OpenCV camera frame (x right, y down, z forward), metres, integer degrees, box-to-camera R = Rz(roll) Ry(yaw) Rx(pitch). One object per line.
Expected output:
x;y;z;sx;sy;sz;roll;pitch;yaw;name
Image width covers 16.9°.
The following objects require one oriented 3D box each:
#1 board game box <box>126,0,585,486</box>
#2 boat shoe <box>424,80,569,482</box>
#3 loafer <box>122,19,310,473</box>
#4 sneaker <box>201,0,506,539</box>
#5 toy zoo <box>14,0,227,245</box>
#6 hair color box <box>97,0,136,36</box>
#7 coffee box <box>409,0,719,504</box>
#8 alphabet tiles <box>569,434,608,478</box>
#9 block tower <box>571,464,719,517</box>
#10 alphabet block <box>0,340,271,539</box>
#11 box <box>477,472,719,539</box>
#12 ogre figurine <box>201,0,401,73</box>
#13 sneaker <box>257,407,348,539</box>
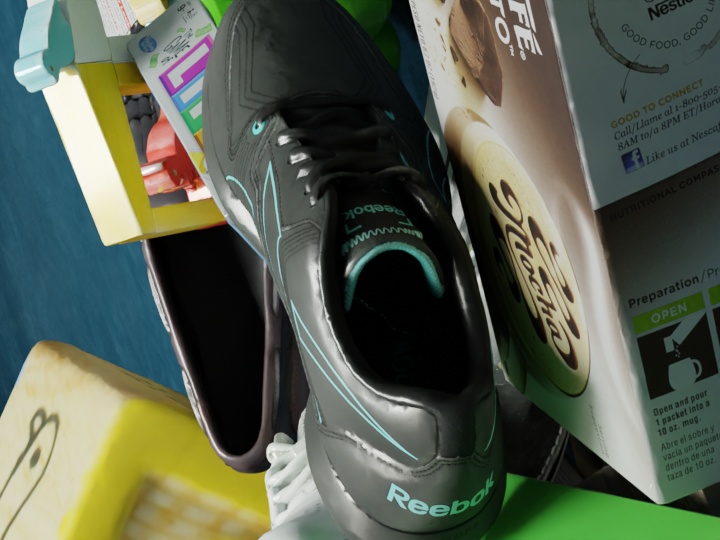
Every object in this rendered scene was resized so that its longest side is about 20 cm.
0.000;0.000;0.895;0.200;0.034;0.135;49;-176;-37;board game box
0.052;0.005;0.797;0.071;0.072;0.201;43;139;53;boat shoe
-0.058;-0.014;1.003;0.063;0.071;0.202;-27;-76;-79;loafer
0.004;-0.015;0.729;0.079;0.075;0.201;99;154;-59;sneaker
-0.069;-0.082;0.940;0.020;0.200;0.132;-16;89;31;toy zoo
-0.088;-0.139;1.129;0.200;0.064;0.112;172;77;-75;hair color box
0.073;-0.054;0.675;0.113;0.079;0.201;-140;32;-64;coffee box
0.125;0.110;0.845;0.200;0.006;0.168;26;135;67;alphabet tiles
0.101;0.084;0.786;0.054;0.057;0.200;66;161;9;block tower
-0.088;0.164;1.159;0.197;0.195;0.200;-68;20;-3;alphabet block
0.089;0.160;0.711;0.177;0.097;0.200;51;159;-20;box
-0.021;-0.130;0.864;0.201;0.097;0.120;104;154;-45;ogre figurine
-0.008;0.089;0.864;0.087;0.074;0.200;59;-167;7;sneaker
